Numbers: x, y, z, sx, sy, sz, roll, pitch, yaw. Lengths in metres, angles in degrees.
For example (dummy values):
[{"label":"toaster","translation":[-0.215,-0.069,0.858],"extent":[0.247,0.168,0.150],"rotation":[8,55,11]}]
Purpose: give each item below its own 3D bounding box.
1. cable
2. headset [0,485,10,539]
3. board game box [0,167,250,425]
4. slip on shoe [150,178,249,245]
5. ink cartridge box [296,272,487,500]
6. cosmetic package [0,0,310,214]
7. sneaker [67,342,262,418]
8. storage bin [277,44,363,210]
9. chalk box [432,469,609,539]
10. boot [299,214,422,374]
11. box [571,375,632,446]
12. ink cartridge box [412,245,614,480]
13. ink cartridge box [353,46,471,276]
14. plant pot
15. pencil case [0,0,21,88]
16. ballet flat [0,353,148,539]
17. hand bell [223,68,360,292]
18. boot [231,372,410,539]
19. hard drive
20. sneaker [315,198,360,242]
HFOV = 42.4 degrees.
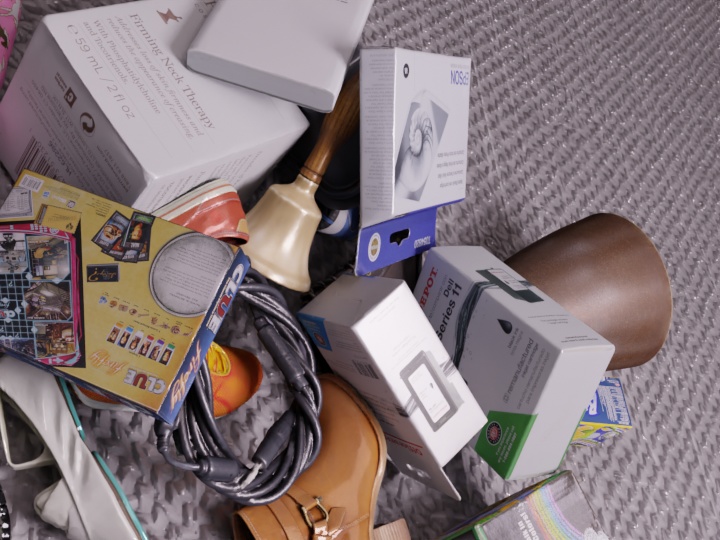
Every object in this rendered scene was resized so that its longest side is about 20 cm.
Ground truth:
[{"label":"cable","translation":[-0.089,0.083,0.758],"extent":[0.162,0.050,0.203],"rotation":[27,53,-39]},{"label":"headset","translation":[-0.321,0.147,0.631],"extent":[0.123,0.093,0.203],"rotation":[-22,91,-50]},{"label":"board game box","translation":[-0.201,0.015,0.702],"extent":[0.198,0.035,0.137],"rotation":[20,71,16]},{"label":"slip on shoe","translation":[-0.180,-0.002,0.781],"extent":[0.199,0.074,0.062],"rotation":[-33,84,-12]},{"label":"ink cartridge box","translation":[0.038,0.105,0.856],"extent":[0.068,0.116,0.201],"rotation":[-39,111,-21]},{"label":"cosmetic package","translation":[-0.192,-0.127,0.844],"extent":[0.168,0.166,0.199],"rotation":[54,42,6]},{"label":"sneaker","translation":[-0.149,0.085,0.787],"extent":[0.199,0.077,0.074],"rotation":[8,54,-52]},{"label":"storage bin","translation":[-0.040,-0.185,0.948],"extent":[0.145,0.135,0.200],"rotation":[-39,51,-11]},{"label":"chalk box","translation":[0.126,0.286,0.845],"extent":[0.198,0.124,0.126],"rotation":[-14,71,-43]},{"label":"boot","translation":[0.000,0.000,0.942],"extent":[0.173,0.069,0.203],"rotation":[-30,112,-48]},{"label":"box","translation":[0.210,0.153,1.044],"extent":[0.198,0.070,0.065],"rotation":[11,56,-34]},{"label":"ink cartridge box","translation":[0.130,0.084,0.919],"extent":[0.082,0.148,0.200],"rotation":[1,27,-38]},{"label":"ink cartridge box","translation":[0.055,-0.105,0.886],"extent":[0.199,0.040,0.203],"rotation":[-21,115,-62]},{"label":"plant pot","translation":[0.221,0.044,1.073],"extent":[0.198,0.187,0.189],"rotation":[-13,69,-28]},{"label":"pencil case","translation":[-0.354,-0.183,0.812],"extent":[0.086,0.083,0.202],"rotation":[19,51,-29]},{"label":"ballet flat","translation":[-0.228,0.147,0.704],"extent":[0.069,0.069,0.201],"rotation":[-17,69,-45]},{"label":"hand bell","translation":[-0.040,-0.093,0.848],"extent":[0.103,0.202,0.104],"rotation":[31,8,-5]},{"label":"boot","translation":[-0.050,0.194,0.813],"extent":[0.154,0.076,0.203],"rotation":[-6,72,-37]},{"label":"hard drive","translation":[-0.064,-0.229,0.851],"extent":[0.130,0.026,0.202],"rotation":[17,47,0]},{"label":"sneaker","translation":[-0.035,-0.118,1.048],"extent":[0.077,0.075,0.203],"rotation":[33,43,-46]}]
